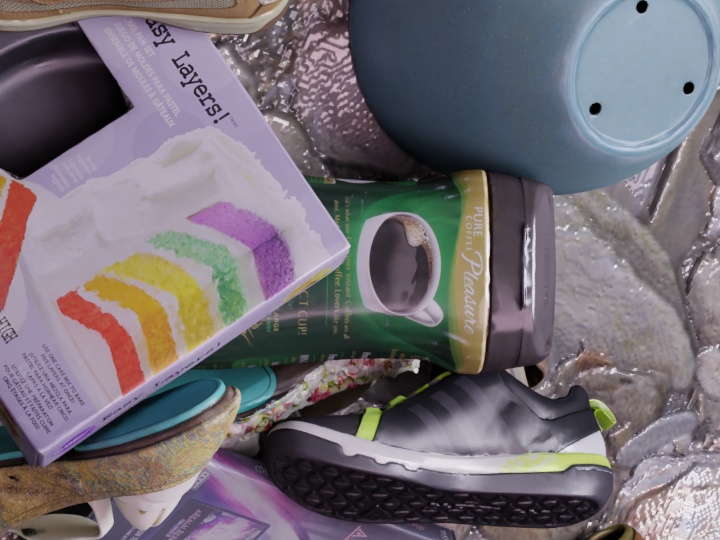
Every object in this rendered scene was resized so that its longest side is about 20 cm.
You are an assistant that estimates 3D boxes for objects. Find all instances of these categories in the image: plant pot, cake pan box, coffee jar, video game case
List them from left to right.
[{"bbox_3d":[-0.132,-0.038,1.304,0.184,0.052,0.201,-32,83,-14],"label":"cake pan box"},{"bbox_3d":[-0.067,0.157,1.453,0.199,0.019,0.143,23,127,-32],"label":"video game case"},{"bbox_3d":[0.000,0.000,1.379,0.199,0.085,0.105,2,86,-3],"label":"coffee jar"},{"bbox_3d":[0.112,-0.122,1.406,0.199,0.135,0.201,-10,114,-24],"label":"plant pot"}]

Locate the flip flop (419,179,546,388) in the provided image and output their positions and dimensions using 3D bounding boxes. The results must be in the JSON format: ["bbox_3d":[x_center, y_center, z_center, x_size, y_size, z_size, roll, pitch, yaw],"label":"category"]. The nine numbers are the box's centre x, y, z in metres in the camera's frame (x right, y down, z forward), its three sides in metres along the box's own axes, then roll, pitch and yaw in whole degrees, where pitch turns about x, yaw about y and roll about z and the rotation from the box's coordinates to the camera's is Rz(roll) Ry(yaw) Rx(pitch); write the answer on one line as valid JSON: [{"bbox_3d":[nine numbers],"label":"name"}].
[{"bbox_3d":[0.071,0.035,1.491,0.057,0.081,0.201,-32,117,-30],"label":"flip flop"}]

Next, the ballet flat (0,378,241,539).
[{"bbox_3d":[-0.128,0.100,1.345,0.071,0.199,0.071,23,60,-49],"label":"ballet flat"}]

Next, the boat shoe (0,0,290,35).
[{"bbox_3d":[-0.128,-0.154,1.265,0.199,0.076,0.072,0,77,-4],"label":"boat shoe"}]

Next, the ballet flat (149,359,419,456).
[{"bbox_3d":[-0.046,0.062,1.435,0.199,0.076,0.064,-22,131,-16],"label":"ballet flat"}]

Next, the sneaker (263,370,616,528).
[{"bbox_3d":[0.040,0.085,1.418,0.199,0.072,0.083,8,63,-24],"label":"sneaker"}]

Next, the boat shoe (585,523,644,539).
[{"bbox_3d":[0.092,0.222,1.578,0.200,0.072,0.068,-38,119,-21],"label":"boat shoe"}]
